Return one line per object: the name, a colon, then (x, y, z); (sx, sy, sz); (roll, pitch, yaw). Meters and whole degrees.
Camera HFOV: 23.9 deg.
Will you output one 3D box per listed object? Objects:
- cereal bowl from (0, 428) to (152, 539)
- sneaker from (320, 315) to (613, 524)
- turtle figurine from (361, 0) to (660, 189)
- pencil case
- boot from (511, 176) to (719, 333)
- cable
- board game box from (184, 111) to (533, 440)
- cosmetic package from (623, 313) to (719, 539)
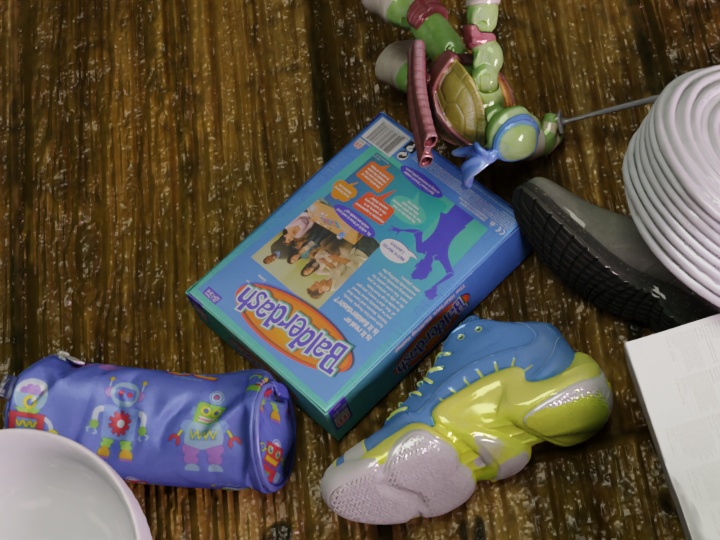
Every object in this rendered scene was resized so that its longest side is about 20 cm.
cereal bowl: (-0.221, 0.208, 1.099); (0.200, 0.083, 0.201); (-6, 67, 14)
sneaker: (0.061, 0.093, 1.120); (0.200, 0.076, 0.105); (-19, 44, -6)
turtle figurine: (0.101, -0.155, 1.212); (0.200, 0.144, 0.194); (-54, 46, 3)
pencil case: (-0.143, 0.102, 1.153); (0.200, 0.078, 0.087); (3, 83, 15)
boot: (0.212, -0.026, 1.146); (0.200, 0.068, 0.131); (37, 69, 14)
cable: (0.267, -0.048, 1.073); (0.200, 0.069, 0.200); (16, 42, -7)
board game box: (0.000, 0.000, 1.200); (0.200, 0.045, 0.152); (-43, 59, -14)
cosmetic package: (0.230, 0.129, 1.031); (0.082, 0.051, 0.200); (-18, 72, 6)
